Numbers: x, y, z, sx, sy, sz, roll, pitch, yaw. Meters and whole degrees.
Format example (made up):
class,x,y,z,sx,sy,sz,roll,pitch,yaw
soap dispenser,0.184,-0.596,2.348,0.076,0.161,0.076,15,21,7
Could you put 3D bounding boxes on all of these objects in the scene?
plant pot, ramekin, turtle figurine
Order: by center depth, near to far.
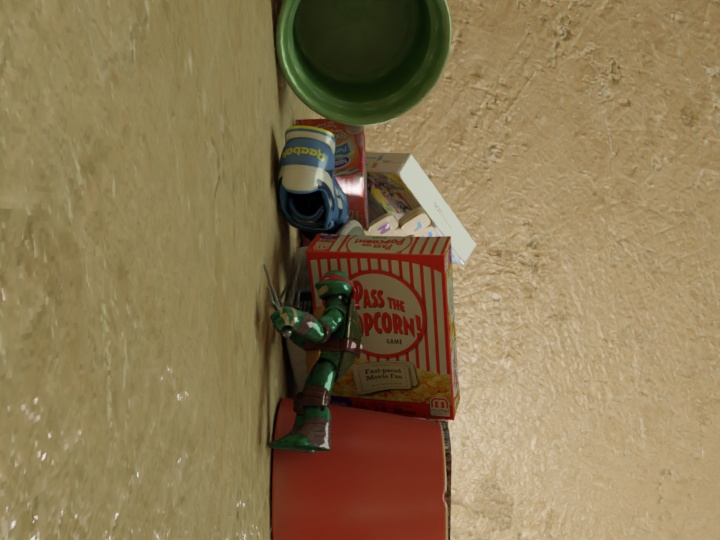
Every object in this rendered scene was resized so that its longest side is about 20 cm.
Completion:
class,x,y,z,sx,sy,sz,roll,pitch,yaw
turtle figurine,-0.047,0.070,0.840,0.150,0.099,0.203,84,11,-74
plant pot,0.002,0.237,0.937,0.200,0.175,0.204,-1,90,-88
ramekin,-0.001,-0.279,1.006,0.098,0.197,0.202,-103,-171,-59

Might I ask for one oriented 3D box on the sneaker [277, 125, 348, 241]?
class,x,y,z,sx,sy,sz,roll,pitch,yaw
sneaker,-0.057,-0.076,0.989,0.201,0.073,0.083,77,17,-60

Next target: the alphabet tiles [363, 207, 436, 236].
class,x,y,z,sx,sy,sz,roll,pitch,yaw
alphabet tiles,0.013,-0.018,1.235,0.015,0.199,0.196,60,5,24

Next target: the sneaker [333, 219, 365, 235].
class,x,y,z,sx,sy,sz,roll,pitch,yaw
sneaker,0.000,0.000,1.047,0.082,0.075,0.200,47,1,16

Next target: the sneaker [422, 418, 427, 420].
class,x,y,z,sx,sy,sz,roll,pitch,yaw
sneaker,0.021,0.163,1.086,0.199,0.076,0.082,16,-94,53

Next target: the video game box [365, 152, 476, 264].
class,x,y,z,sx,sy,sz,roll,pitch,yaw
video game box,0.057,-0.097,1.326,0.047,0.181,0.200,-53,125,-17

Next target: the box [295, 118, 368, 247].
class,x,y,z,sx,sy,sz,roll,pitch,yaw
box,-0.037,-0.106,1.206,0.201,0.093,0.104,86,3,-58

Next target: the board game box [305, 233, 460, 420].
class,x,y,z,sx,sy,sz,roll,pitch,yaw
board game box,0.028,0.062,0.948,0.046,0.149,0.203,-58,145,-60

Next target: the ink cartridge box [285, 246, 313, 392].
class,x,y,z,sx,sy,sz,roll,pitch,yaw
ink cartridge box,-0.055,0.102,1.089,0.199,0.043,0.203,-89,173,-63

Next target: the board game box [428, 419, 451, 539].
class,x,y,z,sx,sy,sz,roll,pitch,yaw
board game box,0.022,0.285,1.173,0.097,0.197,0.162,-83,171,-68
